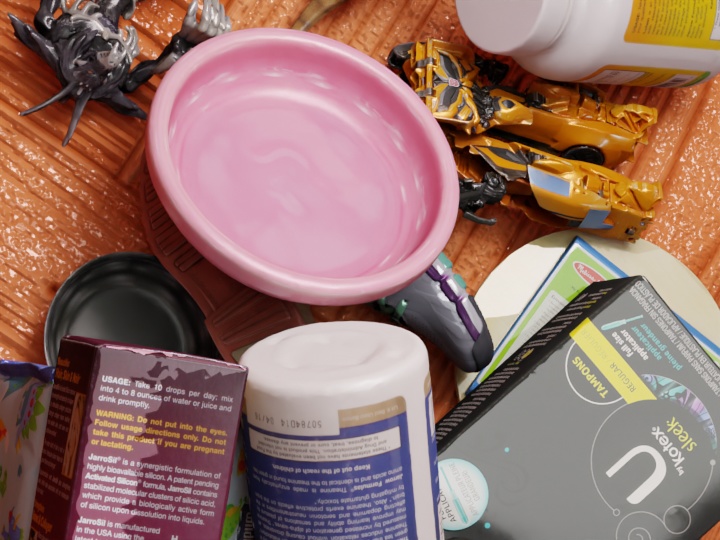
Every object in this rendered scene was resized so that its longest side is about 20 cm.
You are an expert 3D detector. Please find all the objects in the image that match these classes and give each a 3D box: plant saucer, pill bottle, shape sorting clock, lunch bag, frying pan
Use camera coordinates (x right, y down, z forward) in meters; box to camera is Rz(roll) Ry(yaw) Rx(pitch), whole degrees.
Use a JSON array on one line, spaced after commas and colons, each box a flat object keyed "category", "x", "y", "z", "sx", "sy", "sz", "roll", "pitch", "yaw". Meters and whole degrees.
[{"category": "plant saucer", "x": -0.039, "y": -0.057, "z": 1.340, "sx": 0.199, "sy": 0.051, "sz": 0.202, "roll": 11, "pitch": 52, "yaw": -15}, {"category": "pill bottle", "x": 0.159, "y": -0.181, "z": 1.458, "sx": 0.199, "sy": 0.111, "sz": 0.112, "roll": -1, "pitch": 76, "yaw": -44}, {"category": "shape sorting clock", "x": 0.159, "y": 0.071, "z": 1.468, "sx": 0.198, "sy": 0.039, "sz": 0.202, "roll": 1, "pitch": 82, "yaw": -9}, {"category": "lunch bag", "x": -0.119, "y": 0.149, "z": 1.297, "sx": 0.199, "sy": 0.127, "sz": 0.172, "roll": 10, "pitch": 87, "yaw": -27}, {"category": "frying pan", "x": -0.109, "y": 0.048, "z": 1.380, "sx": 0.188, "sy": 0.031, "sz": 0.116, "roll": 3, "pitch": 77, "yaw": -23}, {"category": "pill bottle", "x": -0.008, "y": 0.140, "z": 1.255, "sx": 0.110, "sy": 0.111, "sz": 0.202, "roll": -13, "pitch": 109, "yaw": -22}]

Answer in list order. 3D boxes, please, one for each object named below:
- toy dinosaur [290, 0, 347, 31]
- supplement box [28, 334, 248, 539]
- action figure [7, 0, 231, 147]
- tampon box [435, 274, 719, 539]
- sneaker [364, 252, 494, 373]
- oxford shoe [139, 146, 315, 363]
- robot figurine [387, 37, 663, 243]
[{"category": "toy dinosaur", "x": -0.006, "y": -0.197, "z": 1.455, "sx": 0.199, "sy": 0.107, "sz": 0.060, "roll": -36, "pitch": 124, "yaw": 13}, {"category": "supplement box", "x": -0.127, "y": 0.141, "z": 1.171, "sx": 0.085, "sy": 0.110, "sz": 0.202, "roll": 10, "pitch": 87, "yaw": -18}, {"category": "action figure", "x": -0.145, "y": -0.177, "z": 1.387, "sx": 0.118, "sy": 0.102, "sz": 0.201, "roll": 33, "pitch": 66, "yaw": -22}, {"category": "tampon box", "x": 0.135, "y": 0.123, "z": 1.373, "sx": 0.200, "sy": 0.126, "sz": 0.150, "roll": -41, "pitch": 92, "yaw": -7}, {"category": "sneaker", "x": 0.000, "y": 0.000, "z": 1.420, "sx": 0.087, "sy": 0.074, "sz": 0.200, "roll": -36, "pitch": 80, "yaw": -14}, {"category": "oxford shoe", "x": -0.082, "y": -0.005, "z": 1.379, "sx": 0.070, "sy": 0.074, "sz": 0.201, "roll": -29, "pitch": 64, "yaw": 11}, {"category": "robot figurine", "x": 0.103, "y": -0.093, "z": 1.462, "sx": 0.199, "sy": 0.058, "sz": 0.146, "roll": 17, "pitch": 48, "yaw": -18}]
